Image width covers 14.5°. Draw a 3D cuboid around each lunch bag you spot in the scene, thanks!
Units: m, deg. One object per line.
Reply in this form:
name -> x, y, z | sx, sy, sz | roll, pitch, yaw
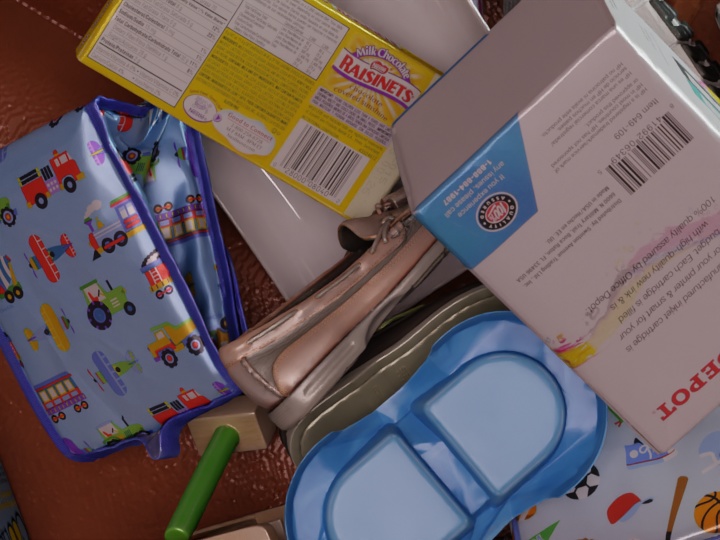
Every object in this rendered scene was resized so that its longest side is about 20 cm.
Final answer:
lunch bag -> -0.146, 0.015, 1.650 | 0.150, 0.094, 0.201 | -24, 83, 36
lunch bag -> 0.179, 0.106, 1.629 | 0.199, 0.076, 0.161 | -17, 59, 14

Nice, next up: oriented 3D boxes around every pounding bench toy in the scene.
pounding bench toy -> -0.081, 0.176, 1.635 | 0.124, 0.156, 0.201 | -17, 88, 20

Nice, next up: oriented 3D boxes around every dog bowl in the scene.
dog bowl -> 0.047, 0.109, 1.587 | 0.200, 0.050, 0.112 | -41, 88, -4

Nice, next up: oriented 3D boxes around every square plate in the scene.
square plate -> 0.006, -0.080, 1.676 | 0.198, 0.028, 0.200 | -33, 101, 13

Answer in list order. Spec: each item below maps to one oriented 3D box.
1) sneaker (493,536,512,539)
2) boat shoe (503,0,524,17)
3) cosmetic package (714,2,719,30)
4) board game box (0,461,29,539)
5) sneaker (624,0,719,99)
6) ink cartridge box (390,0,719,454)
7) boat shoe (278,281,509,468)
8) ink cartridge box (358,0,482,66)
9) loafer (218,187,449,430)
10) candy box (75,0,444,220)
sneaker -> 0.089, 0.251, 1.669 | 0.115, 0.076, 0.201 | -7, 89, 4
boat shoe -> 0.121, -0.103, 1.616 | 0.066, 0.074, 0.201 | -6, 112, -4
cosmetic package -> 0.314, -0.138, 1.633 | 0.199, 0.087, 0.104 | -18, 89, 6
board game box -> -0.284, 0.108, 1.696 | 0.103, 0.105, 0.201 | -21, 87, 7
sneaker -> 0.149, -0.124, 1.666 | 0.090, 0.078, 0.200 | -40, 80, 13
ink cartridge box -> 0.140, -0.037, 1.525 | 0.147, 0.146, 0.200 | -42, 109, 12
boat shoe -> 0.041, 0.051, 1.647 | 0.201, 0.061, 0.072 | -29, 112, -5
ink cartridge box -> 0.010, -0.219, 1.694 | 0.119, 0.042, 0.201 | -3, 88, 6
loafer -> 0.000, 0.000, 1.609 | 0.063, 0.072, 0.200 | 42, 68, -2
candy box -> -0.053, -0.115, 1.615 | 0.200, 0.026, 0.102 | 31, 100, -19
